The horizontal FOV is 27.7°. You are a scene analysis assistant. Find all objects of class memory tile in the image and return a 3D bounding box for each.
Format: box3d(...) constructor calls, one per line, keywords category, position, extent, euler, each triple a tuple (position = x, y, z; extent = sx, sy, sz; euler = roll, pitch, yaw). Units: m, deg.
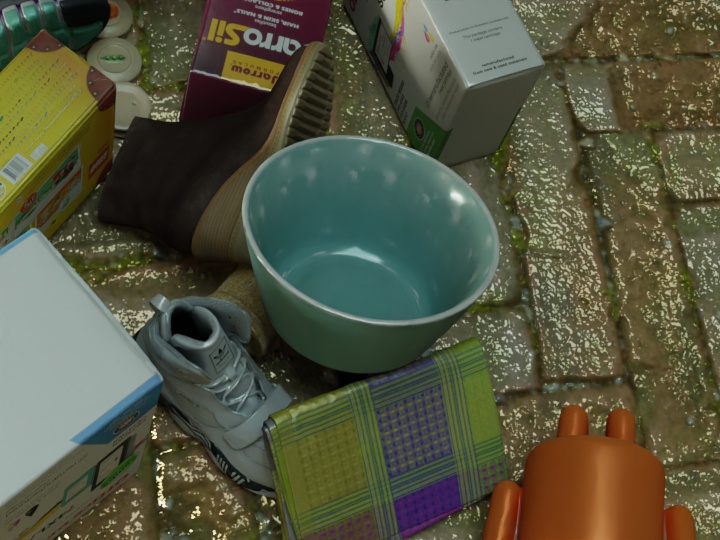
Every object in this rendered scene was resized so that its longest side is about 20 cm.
box3d(category="memory tile", position=(-0.290, -0.177, 1.284), extent=(0.198, 0.017, 0.155), euler=(-6, 66, -16))

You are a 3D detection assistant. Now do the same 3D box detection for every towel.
box3d(category="towel", position=(0.020, 0.145, 1.148), extent=(0.198, 0.023, 0.145), euler=(-21, 112, -20))

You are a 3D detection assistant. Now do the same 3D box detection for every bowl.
box3d(category="bowl", position=(0.000, 0.000, 1.129), extent=(0.198, 0.106, 0.202), euler=(7, 45, -8))

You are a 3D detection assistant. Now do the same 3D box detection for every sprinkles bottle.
box3d(category="sprinkles bottle", position=(-0.047, -0.018, 1.232), extent=(0.068, 0.068, 0.200), euler=(37, 62, 7))

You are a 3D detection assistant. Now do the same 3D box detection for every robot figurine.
box3d(category="robot figurine", position=(0.182, 0.208, 1.145), extent=(0.143, 0.116, 0.202), euler=(23, 59, -23))

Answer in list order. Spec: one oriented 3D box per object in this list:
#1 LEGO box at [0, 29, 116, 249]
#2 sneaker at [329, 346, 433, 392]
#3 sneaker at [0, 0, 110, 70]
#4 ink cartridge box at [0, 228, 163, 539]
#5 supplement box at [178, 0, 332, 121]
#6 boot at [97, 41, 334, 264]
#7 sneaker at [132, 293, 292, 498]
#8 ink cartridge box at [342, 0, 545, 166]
box3d(category="LEGO box", position=(-0.282, -0.066, 1.146), extent=(0.077, 0.149, 0.201), euler=(36, 65, 4))
box3d(category="sneaker", position=(0.013, 0.039, 1.217), extent=(0.098, 0.070, 0.202), euler=(13, 61, -4))
box3d(category="sneaker", position=(-0.316, -0.216, 1.249), extent=(0.199, 0.075, 0.088), euler=(-23, 66, -21))
box3d(category="ink cartridge box", position=(-0.249, 0.103, 1.050), extent=(0.146, 0.200, 0.146), euler=(-38, 78, -26))
box3d(category="supplement box", position=(-0.086, -0.222, 1.314), extent=(0.109, 0.086, 0.202), euler=(14, 62, -7))
box3d(category="boot", position=(-0.121, -0.111, 1.209), extent=(0.165, 0.072, 0.202), euler=(18, 82, 25))
box3d(category="sneaker", position=(-0.098, 0.096, 1.136), extent=(0.199, 0.115, 0.075), euler=(39, 62, 7))
box3d(category="ink cartridge box", position=(0.069, -0.216, 1.313), extent=(0.083, 0.145, 0.201), euler=(-17, 69, -20))
